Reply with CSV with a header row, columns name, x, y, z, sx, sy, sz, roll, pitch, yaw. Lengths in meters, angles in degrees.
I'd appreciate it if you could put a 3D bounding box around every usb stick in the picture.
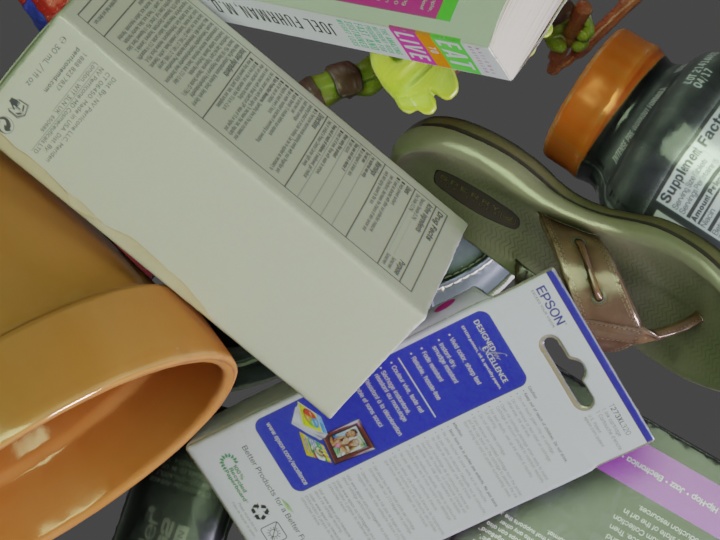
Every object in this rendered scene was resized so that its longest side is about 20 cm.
name,x,y,z,sx,sy,sz,roll,pitch,yaw
usb stick,-0.101,0.159,1.272,0.055,0.033,0.201,17,84,16

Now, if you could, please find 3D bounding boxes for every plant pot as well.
name,x,y,z,sx,sy,sz,roll,pitch,yaw
plant pot,-0.173,0.038,1.167,0.200,0.200,0.140,-33,77,1

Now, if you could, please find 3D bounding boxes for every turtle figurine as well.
name,x,y,z,sx,sy,sz,roll,pitch,yaw
turtle figurine,0.045,-0.110,1.232,0.199,0.161,0.065,-18,93,-5

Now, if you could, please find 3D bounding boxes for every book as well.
name,x,y,z,sx,sy,sz,roll,pitch,yaw
book,0.011,-0.159,1.163,0.200,0.048,0.134,16,67,38

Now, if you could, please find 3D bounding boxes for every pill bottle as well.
name,x,y,z,sx,sy,sz,roll,pitch,yaw
pill bottle,0.183,-0.030,1.226,0.200,0.106,0.106,34,87,11

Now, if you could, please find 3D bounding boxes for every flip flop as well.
name,x,y,z,sx,sy,sz,roll,pitch,yaw
flip flop,0.094,0.001,1.199,0.200,0.081,0.058,32,54,10

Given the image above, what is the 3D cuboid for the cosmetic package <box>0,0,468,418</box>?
name,x,y,z,sx,sy,sz,roll,pitch,yaw
cosmetic package,-0.058,-0.041,1.158,0.200,0.104,0.073,41,117,-6

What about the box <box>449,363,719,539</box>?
name,x,y,z,sx,sy,sz,roll,pitch,yaw
box,0.100,0.165,1.244,0.143,0.036,0.200,30,85,11

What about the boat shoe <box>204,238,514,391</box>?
name,x,y,z,sx,sy,sz,roll,pitch,yaw
boat shoe,0.000,0.000,1.266,0.199,0.062,0.073,-24,76,2

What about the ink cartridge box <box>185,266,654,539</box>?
name,x,y,z,sx,sy,sz,roll,pitch,yaw
ink cartridge box,0.027,0.074,1.218,0.200,0.037,0.095,-26,104,23

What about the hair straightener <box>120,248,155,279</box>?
name,x,y,z,sx,sy,sz,roll,pitch,yaw
hair straightener,-0.085,-0.031,1.272,0.199,0.041,0.077,-13,35,24

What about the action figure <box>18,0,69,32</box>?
name,x,y,z,sx,sy,sz,roll,pitch,yaw
action figure,-0.170,-0.151,1.270,0.065,0.099,0.200,-41,107,6
